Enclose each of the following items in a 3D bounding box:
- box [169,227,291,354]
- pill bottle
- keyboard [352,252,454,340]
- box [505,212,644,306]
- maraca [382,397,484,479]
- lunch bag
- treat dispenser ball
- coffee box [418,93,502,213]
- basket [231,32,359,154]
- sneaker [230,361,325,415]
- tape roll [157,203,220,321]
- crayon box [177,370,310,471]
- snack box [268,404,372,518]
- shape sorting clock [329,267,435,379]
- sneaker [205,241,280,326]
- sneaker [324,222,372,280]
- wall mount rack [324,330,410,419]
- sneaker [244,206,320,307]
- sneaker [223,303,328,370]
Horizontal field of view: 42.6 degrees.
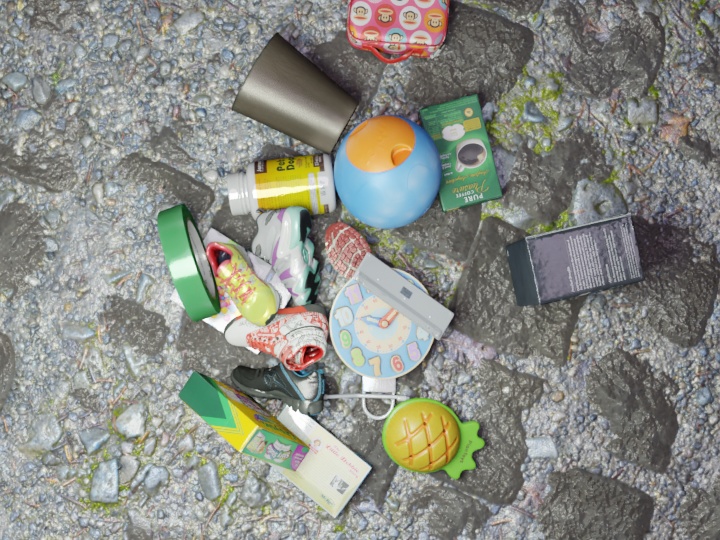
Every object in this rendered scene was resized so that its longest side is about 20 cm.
[{"bbox_3d":[-0.235,0.039,1.741,0.198,0.041,0.158,32,86,2],"label":"box"},{"bbox_3d":[-0.146,-0.153,1.719,0.195,0.109,0.112,-7,86,-2],"label":"pill bottle"},{"bbox_3d":[0.078,0.046,1.654,0.198,0.011,0.057,35,76,-12],"label":"keyboard"},{"bbox_3d":[0.382,-0.015,1.673,0.192,0.200,0.127,-11,87,-1],"label":"box"},{"bbox_3d":[0.133,0.310,1.699,0.196,0.107,0.140,21,99,-14],"label":"maraca"},{"bbox_3d":[0.071,-0.482,1.757,0.195,0.082,0.181,7,87,-1],"label":"lunch bag"},{"bbox_3d":[0.049,-0.179,1.678,0.196,0.201,0.206,0,86,-1],"label":"treat dispenser ball"},{"bbox_3d":[0.189,-0.221,1.761,0.120,0.044,0.205,-15,86,-1],"label":"coffee box"},{"bbox_3d":[-0.112,-0.318,1.721,0.198,0.136,0.182,31,59,-5],"label":"basket"},{"bbox_3d":[-0.147,0.198,1.692,0.196,0.073,0.084,13,97,23],"label":"sneaker"},{"bbox_3d":[-0.300,-0.013,1.623,0.047,0.200,0.205,-18,87,-2],"label":"tape roll"},{"bbox_3d":[-0.200,0.266,1.618,0.171,0.200,0.059,33,86,31],"label":"crayon box"},{"bbox_3d":[-0.088,0.350,1.724,0.199,0.037,0.117,39,88,2],"label":"snack box"},{"bbox_3d":[0.041,0.096,1.668,0.195,0.039,0.205,0,91,-6],"label":"shape sorting clock"},{"bbox_3d":[-0.218,0.022,1.638,0.078,0.090,0.200,-47,56,7],"label":"sneaker"},{"bbox_3d":[0.000,0.000,1.722,0.077,0.082,0.202,-36,96,-4],"label":"sneaker"},{"bbox_3d":[0.008,0.176,1.718,0.169,0.075,0.205,1,85,0],"label":"wall mount rack"},{"bbox_3d":[-0.151,-0.022,1.695,0.137,0.078,0.205,4,109,23],"label":"sneaker"},{"bbox_3d":[-0.153,0.127,1.651,0.197,0.068,0.109,-10,45,6],"label":"sneaker"}]
